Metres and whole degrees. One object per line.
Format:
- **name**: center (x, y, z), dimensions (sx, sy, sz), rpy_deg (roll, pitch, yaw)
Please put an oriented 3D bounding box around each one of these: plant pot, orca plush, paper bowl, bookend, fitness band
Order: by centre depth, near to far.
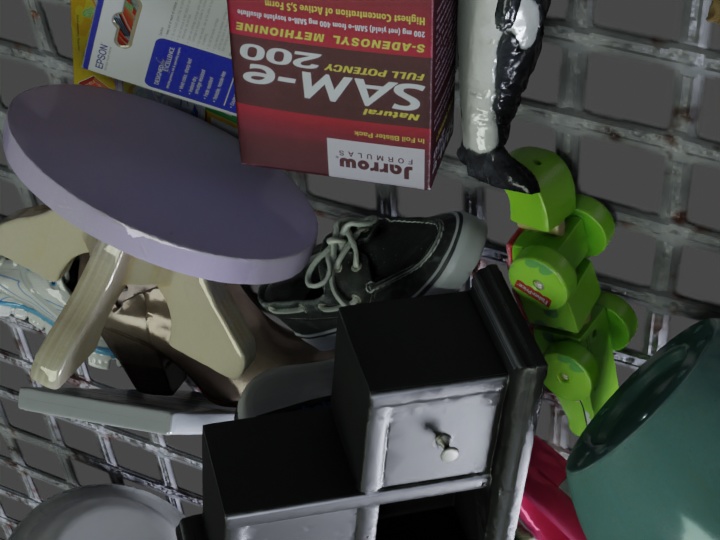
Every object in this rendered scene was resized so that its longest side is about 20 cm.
- **orca plush**: center (0.088, -0.136, 0.729), dimensions (0.071, 0.105, 0.201), rpy_deg (-8, 110, -9)
- **plant pot**: center (0.217, 0.126, 0.838), dimensions (0.161, 0.201, 0.201), rpy_deg (44, 142, -1)
- **bookend**: center (-0.007, 0.111, 0.872), dimensions (0.198, 0.092, 0.201), rpy_deg (-6, 131, -14)
- **fitness band**: center (0.154, 0.185, 0.991), dimensions (0.200, 0.037, 0.144), rpy_deg (42, 166, 48)
- **paper bowl**: center (-0.230, 0.288, 1.318), dimensions (0.200, 0.201, 0.104), rpy_deg (31, 141, 2)

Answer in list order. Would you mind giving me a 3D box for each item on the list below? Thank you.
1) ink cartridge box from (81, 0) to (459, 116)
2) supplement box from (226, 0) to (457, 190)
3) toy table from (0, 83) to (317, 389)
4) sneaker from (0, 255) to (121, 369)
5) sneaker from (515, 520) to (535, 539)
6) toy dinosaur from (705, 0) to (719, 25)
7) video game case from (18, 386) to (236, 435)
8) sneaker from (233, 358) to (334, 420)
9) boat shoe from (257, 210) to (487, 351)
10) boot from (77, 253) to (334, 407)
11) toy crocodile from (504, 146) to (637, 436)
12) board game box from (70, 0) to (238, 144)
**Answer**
- **ink cartridge box**: center (-0.050, -0.124, 0.819), dimensions (0.199, 0.037, 0.095), rpy_deg (15, 141, -11)
- **supplement box**: center (-0.009, -0.142, 0.720), dimensions (0.108, 0.061, 0.201), rpy_deg (8, 131, 12)
- **toy table**: center (-0.134, -0.017, 0.891), dimensions (0.200, 0.184, 0.117), rpy_deg (35, 128, 16)
- **sneaker**: center (-0.255, -0.002, 1.133), dimensions (0.199, 0.075, 0.087), rpy_deg (22, 136, 0)
- **sneaker**: center (0.054, 0.157, 1.068), dimensions (0.200, 0.077, 0.089), rpy_deg (35, 158, -17)
- **toy dinosaur**: center (0.207, -0.157, 0.635), dimensions (0.101, 0.058, 0.200), rpy_deg (25, 142, 12)
- **video game case**: center (-0.136, 0.105, 1.094), dimensions (0.143, 0.018, 0.200), rpy_deg (5, 178, 31)
- **sneaker**: center (0.004, 0.097, 1.003), dimensions (0.199, 0.073, 0.112), rpy_deg (-5, 158, -18)
- **boat shoe**: center (0.001, -0.002, 0.940), dimensions (0.068, 0.074, 0.199), rpy_deg (31, 155, -23)
- **boot**: center (-0.109, 0.021, 1.052), dimensions (0.199, 0.070, 0.147), rpy_deg (-4, 117, 12)
- **toy crocodile**: center (0.121, 0.017, 0.883), dimensions (0.062, 0.068, 0.201), rpy_deg (11, 136, 36)
- **board game box**: center (-0.113, -0.138, 0.900), dimensions (0.134, 0.034, 0.200), rpy_deg (24, 142, 11)
